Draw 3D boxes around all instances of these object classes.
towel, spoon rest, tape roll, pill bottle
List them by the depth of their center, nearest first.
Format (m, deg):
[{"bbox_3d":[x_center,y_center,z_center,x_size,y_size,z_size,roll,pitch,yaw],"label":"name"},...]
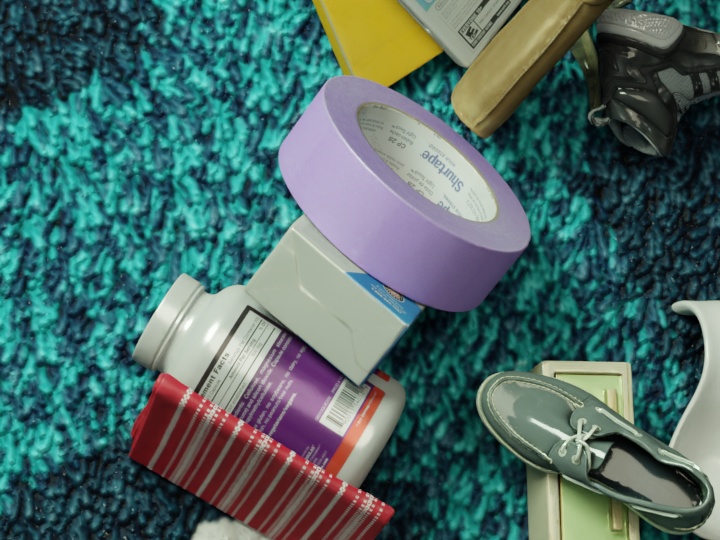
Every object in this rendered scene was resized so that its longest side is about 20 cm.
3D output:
[{"bbox_3d":[-0.079,0.153,1.313,0.199,0.145,0.023,30,60,-1],"label":"towel"},{"bbox_3d":[-0.071,0.088,1.346,0.199,0.113,0.113,32,73,0],"label":"pill bottle"},{"bbox_3d":[0.035,-0.061,1.361,0.200,0.200,0.066,40,113,2],"label":"tape roll"},{"bbox_3d":[0.287,0.118,1.426,0.098,0.061,0.203,-1,75,-10],"label":"spoon rest"}]

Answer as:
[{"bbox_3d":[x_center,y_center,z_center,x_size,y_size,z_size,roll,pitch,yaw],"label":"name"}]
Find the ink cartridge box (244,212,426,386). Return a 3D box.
[{"bbox_3d":[0.000,0.000,1.371,0.116,0.200,0.067,39,112,2],"label":"ink cartridge box"}]

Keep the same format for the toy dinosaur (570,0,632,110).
[{"bbox_3d":[0.185,-0.243,1.512,0.087,0.047,0.201,-29,82,-2],"label":"toy dinosaur"}]

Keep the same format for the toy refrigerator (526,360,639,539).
[{"bbox_3d":[0.175,0.176,1.387,0.075,0.070,0.203,2,75,-9],"label":"toy refrigerator"}]

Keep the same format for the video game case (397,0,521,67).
[{"bbox_3d":[0.090,-0.299,1.435,0.182,0.024,0.201,41,84,-32],"label":"video game case"}]

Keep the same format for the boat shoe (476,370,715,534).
[{"bbox_3d":[0.180,0.131,1.332,0.199,0.062,0.073,31,77,7],"label":"boat shoe"}]

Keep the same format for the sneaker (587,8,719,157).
[{"bbox_3d":[0.275,-0.150,1.491,0.198,0.075,0.115,9,97,-27],"label":"sneaker"}]

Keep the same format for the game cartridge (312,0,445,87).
[{"bbox_3d":[0.030,-0.269,1.443,0.175,0.032,0.201,-33,118,-17],"label":"game cartridge"}]

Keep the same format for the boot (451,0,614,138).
[{"bbox_3d":[0.160,-0.217,1.445,0.066,0.175,0.200,41,116,-2],"label":"boot"}]
